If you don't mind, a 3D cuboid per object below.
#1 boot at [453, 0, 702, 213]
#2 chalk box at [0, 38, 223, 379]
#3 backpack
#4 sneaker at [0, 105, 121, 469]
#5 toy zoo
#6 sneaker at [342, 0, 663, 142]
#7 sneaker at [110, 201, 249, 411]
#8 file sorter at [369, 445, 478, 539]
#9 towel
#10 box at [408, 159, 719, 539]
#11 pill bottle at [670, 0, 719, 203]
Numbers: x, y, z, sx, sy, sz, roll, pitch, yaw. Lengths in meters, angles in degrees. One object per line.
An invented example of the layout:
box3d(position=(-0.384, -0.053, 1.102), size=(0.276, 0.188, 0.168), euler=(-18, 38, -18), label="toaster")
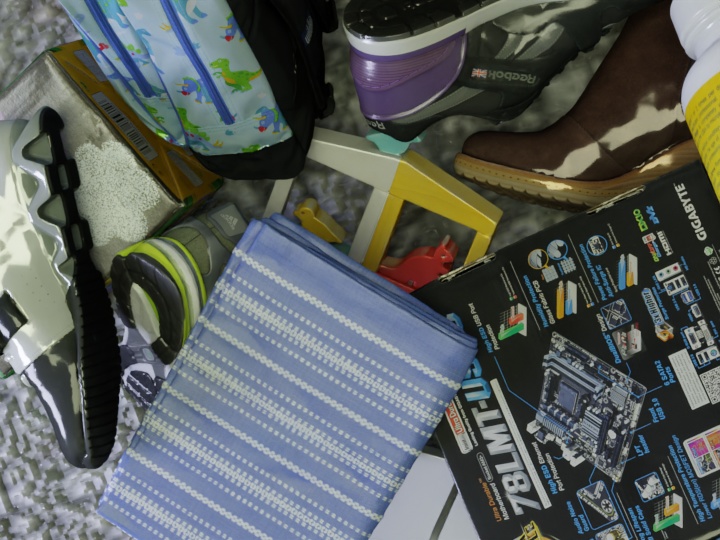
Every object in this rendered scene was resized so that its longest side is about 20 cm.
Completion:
box3d(position=(0.160, -0.115, 1.589), size=(0.199, 0.072, 0.167), euler=(6, 86, 9), label="boot")
box3d(position=(-0.200, -0.023, 1.616), size=(0.200, 0.124, 0.124), euler=(-42, 91, 12), label="chalk box")
box3d(position=(-0.097, -0.167, 1.518), size=(0.153, 0.200, 0.164), euler=(-1, 59, 7), label="backpack")
box3d(position=(-0.188, 0.017, 1.523), size=(0.088, 0.074, 0.201), euler=(-14, 87, 10), label="sneaker")
box3d(position=(0.000, 0.000, 1.608), size=(0.131, 0.020, 0.200), euler=(24, 119, 4), label="toy zoo")
box3d(position=(0.089, -0.132, 1.552), size=(0.199, 0.076, 0.088), euler=(-16, 126, -9), label="sneaker")
box3d(position=(-0.094, 0.035, 1.591), size=(0.081, 0.200, 0.074), euler=(-35, 70, -24), label="sneaker")
box3d(position=(-0.005, 0.180, 1.602), size=(0.199, 0.125, 0.139), euler=(15, 110, 6), label="file sorter")
box3d(position=(-0.041, 0.085, 1.516), size=(0.145, 0.024, 0.200), euler=(31, 103, 3), label="towel")
box3d(position=(0.139, 0.069, 1.509), size=(0.198, 0.050, 0.200), euler=(-26, 71, 7), label="box")
box3d(position=(0.240, -0.069, 1.474), size=(0.112, 0.112, 0.200), euler=(-24, 70, 11), label="pill bottle")
